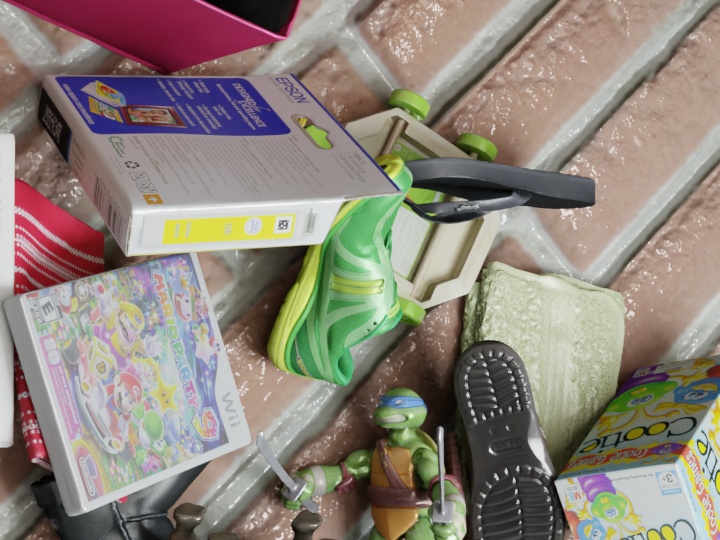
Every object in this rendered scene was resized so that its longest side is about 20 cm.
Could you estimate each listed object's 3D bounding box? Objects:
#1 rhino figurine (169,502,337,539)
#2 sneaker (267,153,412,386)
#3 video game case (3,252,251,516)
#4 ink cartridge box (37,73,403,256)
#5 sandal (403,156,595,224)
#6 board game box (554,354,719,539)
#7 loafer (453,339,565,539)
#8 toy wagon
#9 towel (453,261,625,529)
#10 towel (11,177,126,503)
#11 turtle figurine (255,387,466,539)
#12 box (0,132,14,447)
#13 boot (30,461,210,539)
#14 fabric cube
[{"bbox_3d":[-0.039,0.217,1.486,0.198,0.060,0.088,7,117,-14],"label":"rhino figurine"},{"bbox_3d":[0.000,0.000,1.545,0.083,0.201,0.074,26,34,1],"label":"sneaker"},{"bbox_3d":[-0.151,0.070,1.421,0.200,0.018,0.144,-17,90,-60],"label":"video game case"},{"bbox_3d":[-0.101,-0.079,1.484,0.199,0.198,0.047,-1,120,-28],"label":"ink cartridge box"},{"bbox_3d":[0.093,-0.056,1.600,0.199,0.076,0.043,5,84,-27],"label":"sandal"},{"bbox_3d":[0.242,0.155,1.645,0.200,0.104,0.104,-44,117,-56],"label":"board game box"},{"bbox_3d":[0.114,0.140,1.614,0.072,0.071,0.201,-6,108,4],"label":"loafer"},{"bbox_3d":[0.016,-0.060,1.626,0.199,0.040,0.156,31,74,-23],"label":"toy wagon"},{"bbox_3d":[0.142,0.101,1.688,0.147,0.036,0.202,10,83,-26],"label":"towel"},{"bbox_3d":[-0.198,0.046,1.434,0.145,0.022,0.201,41,35,-63],"label":"towel"},{"bbox_3d":[0.009,0.192,1.558,0.143,0.200,0.195,-6,96,6],"label":"turtle figurine"},{"bbox_3d":[-0.298,0.014,1.393,0.106,0.152,0.202,1,88,-28],"label":"box"},{"bbox_3d":[-0.127,0.211,1.525,0.164,0.066,0.201,-25,97,-20],"label":"boot"},{"bbox_3d":[-0.144,-0.270,1.460,0.195,0.199,0.201,22,78,-24],"label":"fabric cube"}]
